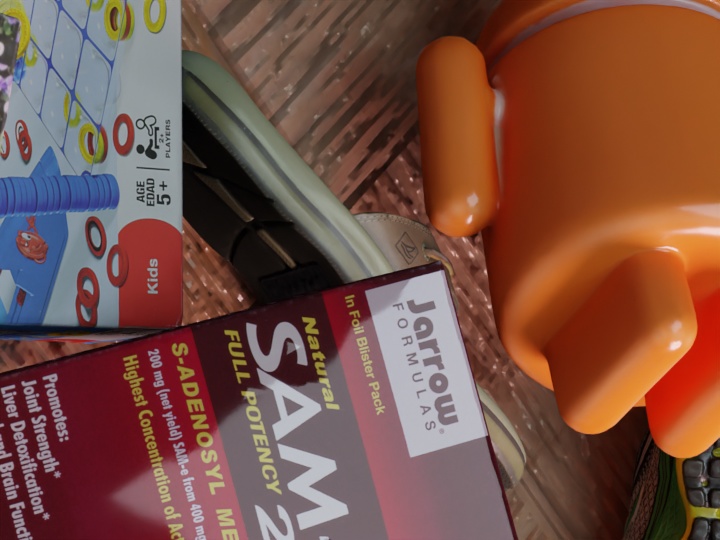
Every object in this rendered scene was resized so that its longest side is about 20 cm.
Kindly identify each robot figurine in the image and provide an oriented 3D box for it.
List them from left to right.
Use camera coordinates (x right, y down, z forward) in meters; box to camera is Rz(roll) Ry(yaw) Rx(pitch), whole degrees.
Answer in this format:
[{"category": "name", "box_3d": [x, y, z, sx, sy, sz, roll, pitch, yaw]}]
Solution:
[{"category": "robot figurine", "box_3d": [0.096, -0.034, 0.920, 0.117, 0.144, 0.200, 74, 8, -50]}]

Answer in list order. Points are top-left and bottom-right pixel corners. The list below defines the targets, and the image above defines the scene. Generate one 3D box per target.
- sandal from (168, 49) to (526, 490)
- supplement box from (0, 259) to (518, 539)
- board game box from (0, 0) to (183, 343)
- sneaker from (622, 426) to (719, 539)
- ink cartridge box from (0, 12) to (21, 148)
[{"category": "sandal", "box_3d": [0.000, -0.001, 0.882, 0.057, 0.080, 0.201, -47, 115, -30]}, {"category": "supplement box", "box_3d": [-0.060, 0.074, 0.779, 0.200, 0.061, 0.109, -15, 89, -13]}, {"category": "board game box", "box_3d": [-0.148, -0.080, 0.781, 0.196, 0.056, 0.200, 2, 85, -40]}, {"category": "sneaker", "box_3d": [0.134, 0.112, 0.987, 0.078, 0.085, 0.200, 20, 89, -5]}, {"category": "ink cartridge box", "box_3d": [-0.162, 0.016, 0.689, 0.109, 0.050, 0.200, 16, 75, -35]}]
